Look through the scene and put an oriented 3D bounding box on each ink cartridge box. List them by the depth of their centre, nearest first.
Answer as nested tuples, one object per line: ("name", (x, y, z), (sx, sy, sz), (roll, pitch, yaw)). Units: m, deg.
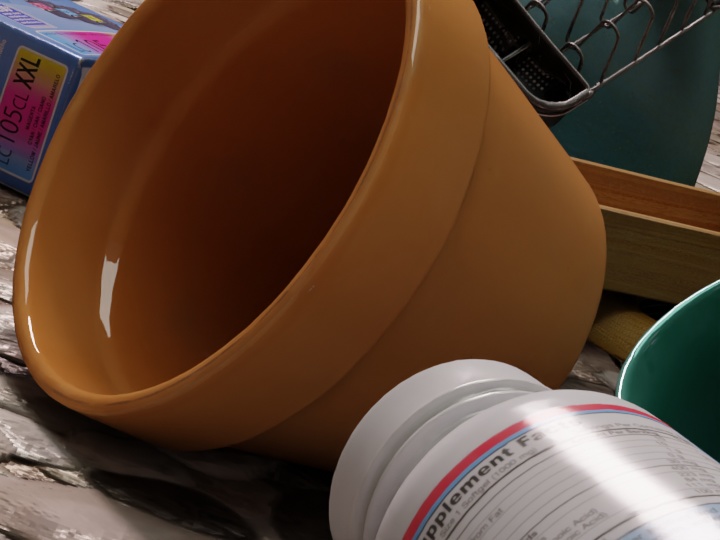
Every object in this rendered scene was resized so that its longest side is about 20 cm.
("ink cartridge box", (-0.196, -0.107, 1.211), (0.200, 0.076, 0.136), (24, 12, 20))

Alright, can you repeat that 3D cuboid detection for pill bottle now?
("pill bottle", (0.069, 0.099, 0.655), (0.109, 0.109, 0.200), (14, 13, -30))

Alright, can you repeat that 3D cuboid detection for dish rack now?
("dish rack", (0.109, -0.166, 1.212), (0.200, 0.055, 0.153), (-33, 78, -25))

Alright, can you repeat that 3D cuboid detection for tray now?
("tray", (0.111, -0.016, 1.032), (0.200, 0.037, 0.099), (12, 13, -31))

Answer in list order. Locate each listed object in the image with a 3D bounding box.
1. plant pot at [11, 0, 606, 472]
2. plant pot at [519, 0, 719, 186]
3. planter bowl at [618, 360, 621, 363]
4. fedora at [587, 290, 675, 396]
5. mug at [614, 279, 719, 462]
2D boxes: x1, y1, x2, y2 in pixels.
("plant pot", (-0.006, -0.013, 0.872), (0.140, 0.200, 0.200), (32, 4, -34))
("plant pot", (0.107, -0.108, 1.319), (0.200, 0.188, 0.200), (25, -6, 3))
("planter bowl", (0.238, 0.039, 1.273), (0.200, 0.084, 0.200), (21, 12, -4))
("fedora", (0.168, 0.068, 1.031), (0.200, 0.082, 0.201), (18, 13, -4))
("mug", (0.187, 0.069, 0.851), (0.185, 0.115, 0.152), (-27, 29, -17))
